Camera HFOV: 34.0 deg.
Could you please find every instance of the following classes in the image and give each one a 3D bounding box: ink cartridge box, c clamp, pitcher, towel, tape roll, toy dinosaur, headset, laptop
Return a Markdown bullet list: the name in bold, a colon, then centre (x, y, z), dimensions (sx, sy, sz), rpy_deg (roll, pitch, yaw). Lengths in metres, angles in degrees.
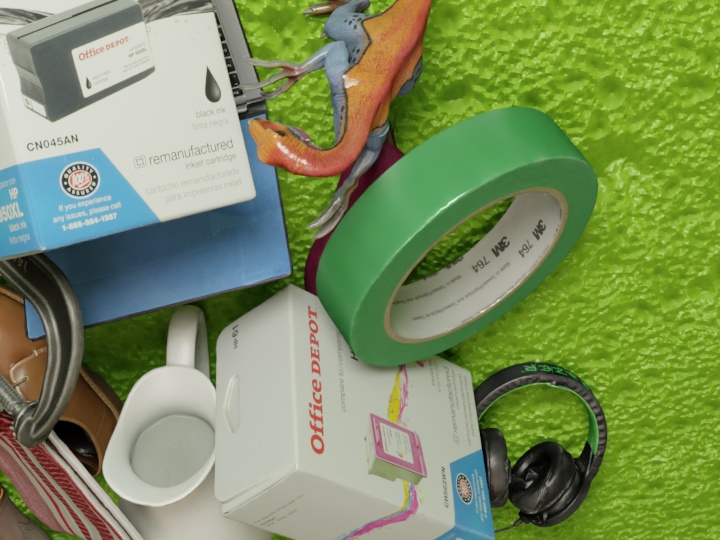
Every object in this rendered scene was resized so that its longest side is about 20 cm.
- **ink cartridge box**: centre (-0.004, 0.119, 0.845), dimensions (0.198, 0.146, 0.084), rpy_deg (26, 134, -36)
- **c clamp**: centre (-0.243, 0.044, 0.775), dimensions (0.027, 0.199, 0.173), rpy_deg (-5, 117, -48)
- **pitcher**: centre (-0.126, 0.142, 0.902), dimensions (0.119, 0.174, 0.201), rpy_deg (2, 145, 7)
- **towel**: centre (-0.233, 0.157, 0.875), dimensions (0.023, 0.199, 0.145), rpy_deg (-45, 112, -26)
- **ink cartridge box**: centre (-0.157, -0.121, 0.670), dimensions (0.143, 0.084, 0.203), rpy_deg (-17, 97, -37)
- **tape roll**: centre (0.066, -0.018, 0.788), dimensions (0.198, 0.048, 0.202), rpy_deg (-28, 152, -16)
- **toy dinosaur**: centre (-0.005, -0.124, 0.698), dimensions (0.104, 0.182, 0.201), rpy_deg (33, 113, -17)
- **headset**: centre (0.127, 0.176, 0.954), dimensions (0.122, 0.094, 0.203), rpy_deg (15, 110, -12)
- **laptop**: centre (-0.157, -0.087, 0.756), dimensions (0.184, 0.117, 0.202), rpy_deg (-14, 123, 5)

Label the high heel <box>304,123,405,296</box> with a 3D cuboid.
- **high heel**: centre (0.000, 0.000, 0.832), dimensions (0.066, 0.096, 0.202), rpy_deg (11, 122, -10)

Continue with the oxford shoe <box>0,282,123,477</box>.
- **oxford shoe**: centre (-0.253, 0.080, 0.887), dimensions (0.071, 0.072, 0.200), rpy_deg (-32, 117, 19)

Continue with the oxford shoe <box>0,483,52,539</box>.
- **oxford shoe**: centre (-0.317, 0.184, 0.952), dimensions (0.073, 0.072, 0.199), rpy_deg (-42, 116, 16)
